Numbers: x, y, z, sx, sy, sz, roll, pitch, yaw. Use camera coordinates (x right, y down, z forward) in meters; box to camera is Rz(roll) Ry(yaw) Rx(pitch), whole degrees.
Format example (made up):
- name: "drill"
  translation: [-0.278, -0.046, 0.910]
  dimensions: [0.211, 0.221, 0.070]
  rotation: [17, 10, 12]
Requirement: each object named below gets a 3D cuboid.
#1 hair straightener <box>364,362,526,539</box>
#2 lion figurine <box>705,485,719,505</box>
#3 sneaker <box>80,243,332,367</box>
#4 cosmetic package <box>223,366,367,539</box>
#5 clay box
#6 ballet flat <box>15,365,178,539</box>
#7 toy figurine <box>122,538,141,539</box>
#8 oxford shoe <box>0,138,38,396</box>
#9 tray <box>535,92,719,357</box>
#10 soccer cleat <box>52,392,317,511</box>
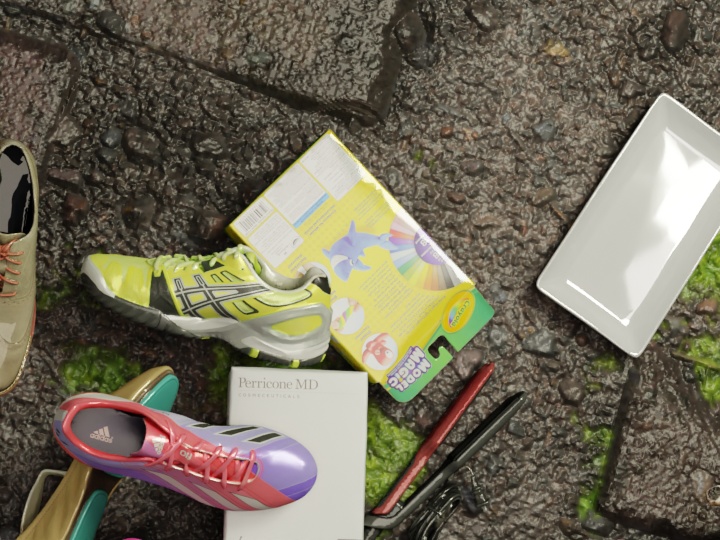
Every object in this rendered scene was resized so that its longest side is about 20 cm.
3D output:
- name: "hair straightener"
  translation: [0.070, 0.173, 1.653]
  dimensions: [0.077, 0.041, 0.200]
  rotation: [39, 79, -5]
- name: "lion figurine"
  translation: [0.343, 0.185, 1.690]
  dimensions: [0.200, 0.072, 0.123]
  rotation: [-54, 130, -17]
- name: "sneaker"
  translation: [-0.116, 0.012, 1.600]
  dimensions: [0.199, 0.075, 0.077]
  rotation: [14, 105, -3]
- name: "cosmetic package"
  translation: [-0.052, 0.176, 1.604]
  dimensions: [0.112, 0.081, 0.201]
  rotation: [0, 86, -3]
- name: "clay box"
  translation: [0.000, 0.000, 1.652]
  dimensions: [0.115, 0.048, 0.200]
  rotation: [-44, 95, -11]
- name: "ballet flat"
  translation: [-0.213, 0.152, 1.591]
  dimensions: [0.063, 0.069, 0.200]
  rotation: [24, 77, 21]
- name: "toy figurine"
  translation: [-0.201, 0.286, 1.544]
  dimensions: [0.150, 0.200, 0.184]
  rotation: [44, 59, -1]
- name: "oxford shoe"
  translation: [-0.281, -0.003, 1.582]
  dimensions: [0.070, 0.075, 0.201]
  rotation: [1, 86, -14]
- name: "tray"
  translation: [0.237, -0.037, 1.715]
  dimensions: [0.107, 0.022, 0.200]
  rotation: [35, 80, -5]
- name: "soccer cleat"
  translation: [-0.129, 0.134, 1.525]
  dimensions: [0.199, 0.076, 0.067]
  rotation: [15, 84, -3]
